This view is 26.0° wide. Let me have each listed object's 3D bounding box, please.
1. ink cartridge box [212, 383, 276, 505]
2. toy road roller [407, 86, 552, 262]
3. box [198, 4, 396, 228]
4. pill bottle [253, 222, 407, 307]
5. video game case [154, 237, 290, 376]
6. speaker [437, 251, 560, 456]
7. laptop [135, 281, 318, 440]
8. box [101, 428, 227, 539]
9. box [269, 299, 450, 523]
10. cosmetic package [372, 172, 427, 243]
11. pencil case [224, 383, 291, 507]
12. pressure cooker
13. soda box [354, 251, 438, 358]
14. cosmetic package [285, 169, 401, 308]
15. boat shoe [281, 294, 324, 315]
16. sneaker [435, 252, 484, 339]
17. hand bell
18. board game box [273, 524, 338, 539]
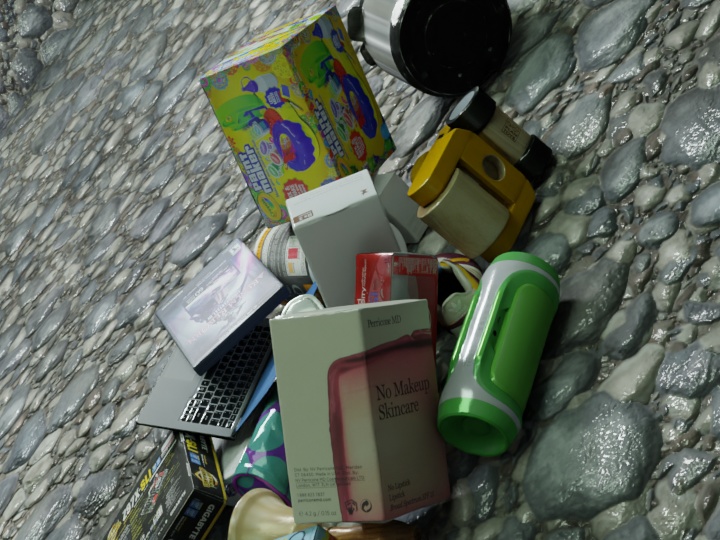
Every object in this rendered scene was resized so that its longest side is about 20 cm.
[{"bbox_3d":[-0.151,0.209,1.867,0.200,0.057,0.163,-38,25,52],"label":"ink cartridge box"},{"bbox_3d":[0.116,-0.095,1.780,0.146,0.123,0.200,-35,21,50],"label":"toy road roller"},{"bbox_3d":[-0.072,-0.189,1.903,0.121,0.201,0.193,-16,18,26],"label":"box"},{"bbox_3d":[-0.037,-0.013,1.895,0.200,0.116,0.117,-1,52,57],"label":"pill bottle"},{"bbox_3d":[-0.169,0.040,1.879,0.143,0.019,0.200,-43,26,-3],"label":"video game case"},{"bbox_3d":[0.138,0.080,1.540,0.088,0.088,0.201,-19,38,44],"label":"speaker"},{"bbox_3d":[-0.149,0.087,1.810,0.199,0.116,0.188,7,46,19],"label":"laptop"},{"bbox_3d":[-0.230,0.292,1.802,0.201,0.049,0.160,-58,23,15],"label":"box"},{"bbox_3d":[0.002,0.134,1.499,0.108,0.128,0.201,-7,90,34],"label":"box"},{"bbox_3d":[0.000,-0.075,1.964,0.200,0.083,0.051,-2,52,55],"label":"cosmetic package"},{"bbox_3d":[-0.072,0.174,1.733,0.093,0.085,0.201,91,-160,-57],"label":"pencil case"},{"bbox_3d":[0.088,-0.328,2.068,0.179,0.176,0.200,-51,25,2],"label":"pressure cooker"},{"bbox_3d":[0.035,0.082,1.610,0.070,0.063,0.201,-1,86,56],"label":"soda box"},{"bbox_3d":[0.000,0.000,1.704,0.101,0.201,0.074,-20,30,0],"label":"cosmetic package"},{"bbox_3d":[-0.042,0.123,1.680,0.075,0.060,0.201,-20,61,23],"label":"boat shoe"},{"bbox_3d":[0.095,0.014,1.689,0.075,0.090,0.200,-46,27,3],"label":"sneaker"},{"bbox_3d":[-0.024,0.268,1.564,0.199,0.104,0.104,-7,46,35],"label":"hand bell"},{"bbox_3d":[-0.088,0.338,1.515,0.199,0.103,0.105,-25,34,39],"label":"board game box"}]
